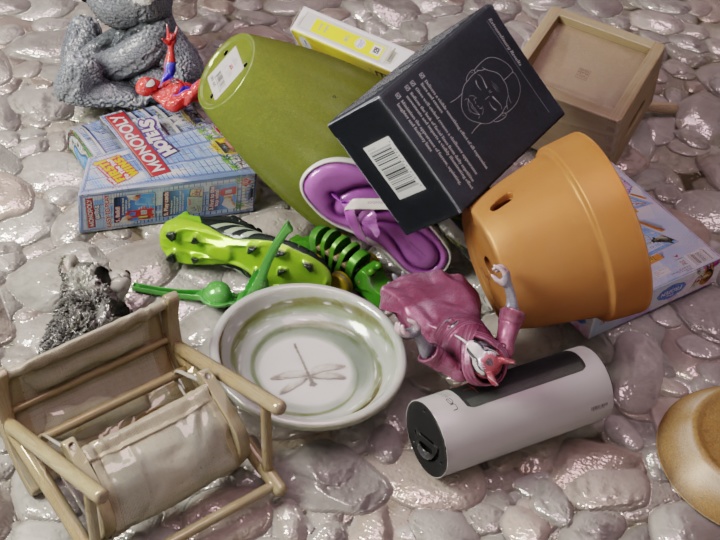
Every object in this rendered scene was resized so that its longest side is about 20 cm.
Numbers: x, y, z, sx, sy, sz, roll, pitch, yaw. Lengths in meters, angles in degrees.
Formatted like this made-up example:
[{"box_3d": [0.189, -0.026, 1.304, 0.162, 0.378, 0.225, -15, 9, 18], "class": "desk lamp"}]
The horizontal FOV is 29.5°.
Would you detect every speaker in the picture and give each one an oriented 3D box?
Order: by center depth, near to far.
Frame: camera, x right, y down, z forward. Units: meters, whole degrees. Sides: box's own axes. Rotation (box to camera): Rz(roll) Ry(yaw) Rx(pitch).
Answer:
[{"box_3d": [0.147, 0.139, 1.354, 0.200, 0.081, 0.081, -15, 47, -23], "class": "speaker"}]

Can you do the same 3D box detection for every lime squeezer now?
[{"box_3d": [-0.145, 0.012, 1.451, 0.200, 0.071, 0.038, -20, 46, 22], "class": "lime squeezer"}]

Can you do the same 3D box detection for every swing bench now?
[{"box_3d": [-0.203, 0.148, 1.258, 0.199, 0.130, 0.200, -25, 46, -30], "class": "swing bench"}]

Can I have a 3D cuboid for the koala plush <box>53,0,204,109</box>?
[{"box_3d": [-0.276, -0.316, 1.672, 0.184, 0.200, 0.177, 3, 28, -10], "class": "koala plush"}]

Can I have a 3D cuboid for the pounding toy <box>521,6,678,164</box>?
[{"box_3d": [0.300, -0.225, 1.755, 0.184, 0.142, 0.200, 24, 55, 17], "class": "pounding toy"}]

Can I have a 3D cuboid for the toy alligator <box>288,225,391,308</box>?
[{"box_3d": [0.000, 0.000, 1.500, 0.200, 0.054, 0.059, 34, 49, 25], "class": "toy alligator"}]

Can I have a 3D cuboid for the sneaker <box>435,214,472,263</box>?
[{"box_3d": [0.118, -0.079, 1.557, 0.085, 0.074, 0.200, -42, 50, 5], "class": "sneaker"}]

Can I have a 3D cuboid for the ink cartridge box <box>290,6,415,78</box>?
[{"box_3d": [0.030, -0.227, 1.660, 0.200, 0.198, 0.047, 28, 80, 21], "class": "ink cartridge box"}]

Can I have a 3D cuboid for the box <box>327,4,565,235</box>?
[{"box_3d": [0.093, -0.161, 1.454, 0.200, 0.107, 0.148, -42, 102, -32], "class": "box"}]

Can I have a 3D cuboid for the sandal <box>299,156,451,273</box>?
[{"box_3d": [0.025, -0.055, 1.484, 0.203, 0.082, 0.050, 33, 18, -24], "class": "sandal"}]

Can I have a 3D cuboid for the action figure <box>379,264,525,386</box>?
[{"box_3d": [0.093, 0.073, 1.340, 0.134, 0.149, 0.200, -19, 30, -13], "class": "action figure"}]

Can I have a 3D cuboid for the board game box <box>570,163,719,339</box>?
[{"box_3d": [0.277, -0.028, 1.584, 0.200, 0.041, 0.200, -20, 50, -27], "class": "board game box"}]

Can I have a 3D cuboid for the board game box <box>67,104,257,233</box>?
[{"box_3d": [-0.255, -0.123, 1.588, 0.200, 0.062, 0.200, -19, 49, -28], "class": "board game box"}]

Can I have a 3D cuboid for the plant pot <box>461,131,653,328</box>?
[{"box_3d": [0.194, -0.026, 1.415, 0.140, 0.200, 0.200, -21, 48, -7], "class": "plant pot"}]

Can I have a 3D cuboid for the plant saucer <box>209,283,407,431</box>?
[{"box_3d": [-0.054, 0.097, 1.390, 0.200, 0.050, 0.200, 5, 43, -5], "class": "plant saucer"}]

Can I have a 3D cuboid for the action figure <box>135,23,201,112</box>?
[{"box_3d": [-0.170, -0.231, 1.633, 0.200, 0.099, 0.065, 0, 24, -32], "class": "action figure"}]

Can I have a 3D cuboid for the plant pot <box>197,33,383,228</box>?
[{"box_3d": [-0.075, -0.171, 1.515, 0.200, 0.187, 0.187, 30, 29, -36], "class": "plant pot"}]

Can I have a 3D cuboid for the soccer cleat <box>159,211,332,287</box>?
[{"box_3d": [-0.121, -0.025, 1.505, 0.200, 0.068, 0.081, 15, 31, 8], "class": "soccer cleat"}]

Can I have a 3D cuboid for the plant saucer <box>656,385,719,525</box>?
[{"box_3d": [0.402, 0.181, 1.381, 0.200, 0.035, 0.200, 4, 43, -4], "class": "plant saucer"}]

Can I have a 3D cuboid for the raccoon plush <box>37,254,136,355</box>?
[{"box_3d": [-0.309, 0.059, 1.367, 0.200, 0.097, 0.134, -24, 43, -30], "class": "raccoon plush"}]
